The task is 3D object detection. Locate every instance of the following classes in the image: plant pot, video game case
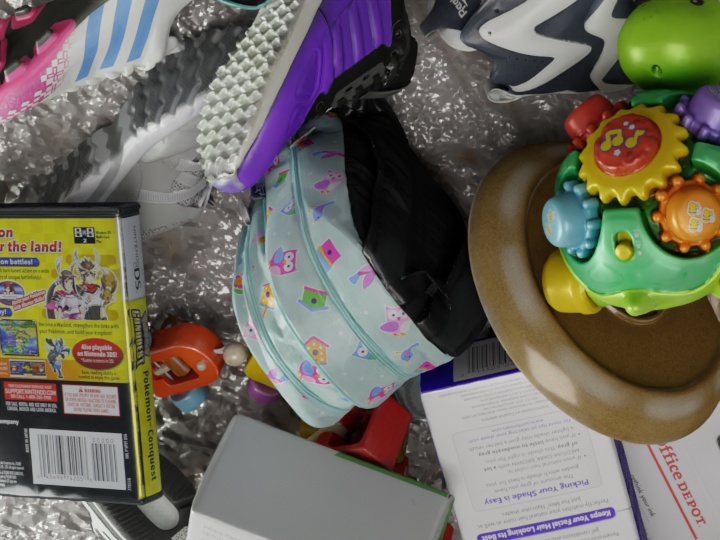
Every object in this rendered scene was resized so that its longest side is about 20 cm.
[{"bbox_3d":[0.152,0.006,1.443,0.200,0.200,0.027,35,136,-16],"label":"plant pot"},{"bbox_3d":[-0.215,0.049,1.492,0.200,0.025,0.181,1,99,31],"label":"video game case"}]

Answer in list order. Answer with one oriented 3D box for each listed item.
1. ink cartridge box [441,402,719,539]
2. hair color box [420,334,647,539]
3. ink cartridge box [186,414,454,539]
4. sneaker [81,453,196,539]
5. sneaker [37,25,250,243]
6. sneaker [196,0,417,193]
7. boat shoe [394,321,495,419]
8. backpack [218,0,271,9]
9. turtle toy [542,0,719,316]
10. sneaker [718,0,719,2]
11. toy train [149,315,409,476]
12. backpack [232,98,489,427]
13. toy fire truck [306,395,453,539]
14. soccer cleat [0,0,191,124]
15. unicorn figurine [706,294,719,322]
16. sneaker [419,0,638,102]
[{"bbox_3d":[0.166,0.135,1.585,0.200,0.067,0.116,-23,115,13],"label":"ink cartridge box"},{"bbox_3d":[0.114,0.136,1.515,0.109,0.065,0.200,-13,113,9],"label":"hair color box"},{"bbox_3d":[-0.036,0.198,1.516,0.146,0.084,0.200,20,141,6],"label":"ink cartridge box"},{"bbox_3d":[-0.186,0.116,1.580,0.076,0.115,0.201,-35,82,-22],"label":"sneaker"},{"bbox_3d":[-0.111,-0.074,1.485,0.082,0.075,0.200,35,125,-26],"label":"sneaker"},{"bbox_3d":[-0.016,-0.120,1.399,0.099,0.200,0.070,33,159,-25],"label":"sneaker"},{"bbox_3d":[0.110,0.046,1.538,0.202,0.065,0.074,-20,116,14],"label":"boat shoe"},{"bbox_3d":[-0.106,-0.264,1.324,0.200,0.153,0.176,19,118,-18],"label":"backpack"},{"bbox_3d":[0.169,-0.064,1.352,0.146,0.200,0.101,-3,146,31],"label":"turtle toy"},{"bbox_3d":[0.232,-0.167,1.424,0.080,0.076,0.200,6,115,11],"label":"sneaker"},{"bbox_3d":[-0.055,0.079,1.573,0.150,0.056,0.200,-23,127,38],"label":"toy train"},{"bbox_3d":[0.000,0.000,1.440,0.127,0.200,0.167,-38,112,20],"label":"backpack"},{"bbox_3d":[-0.018,0.159,1.569,0.200,0.049,0.141,-23,124,41],"label":"toy fire truck"},{"bbox_3d":[-0.159,-0.135,1.446,0.200,0.070,0.086,-35,132,26],"label":"soccer cleat"},{"bbox_3d":[0.244,-0.015,1.476,0.074,0.200,0.137,-24,103,43],"label":"unicorn figurine"},{"bbox_3d":[0.090,-0.182,1.405,0.129,0.080,0.199,-17,127,1],"label":"sneaker"}]
